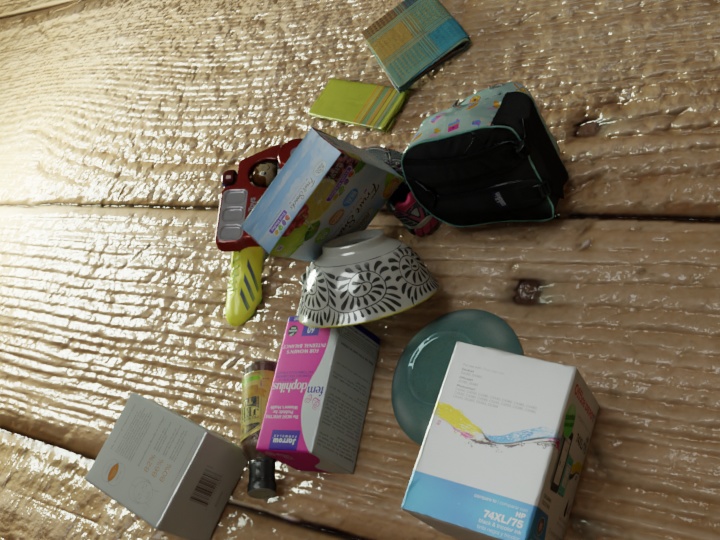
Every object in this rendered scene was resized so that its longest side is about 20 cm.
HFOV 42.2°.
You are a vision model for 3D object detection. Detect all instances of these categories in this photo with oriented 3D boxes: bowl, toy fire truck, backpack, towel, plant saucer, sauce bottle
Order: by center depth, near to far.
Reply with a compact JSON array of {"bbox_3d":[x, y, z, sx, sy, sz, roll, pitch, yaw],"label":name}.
[{"bbox_3d":[0.116,0.134,1.227,0.201,0.039,0.201,-19,53,27],"label":"plant saucer"},{"bbox_3d":[0.165,-0.152,1.277,0.200,0.176,0.153,-14,39,33],"label":"backpack"},{"bbox_3d":[0.000,0.000,1.286,0.201,0.094,0.201,-14,12,3],"label":"bowl"},{"bbox_3d":[-0.142,0.229,1.354,0.065,0.065,0.200,-24,50,25],"label":"sauce bottle"},{"bbox_3d":[-0.146,-0.121,1.500,0.168,0.112,0.200,-2,57,4],"label":"toy fire truck"},{"bbox_3d":[0.091,-0.395,1.588,0.147,0.022,0.200,-34,45,8],"label":"towel"},{"bbox_3d":[-0.003,-0.286,1.606,0.200,0.018,0.086,20,72,45],"label":"towel"}]

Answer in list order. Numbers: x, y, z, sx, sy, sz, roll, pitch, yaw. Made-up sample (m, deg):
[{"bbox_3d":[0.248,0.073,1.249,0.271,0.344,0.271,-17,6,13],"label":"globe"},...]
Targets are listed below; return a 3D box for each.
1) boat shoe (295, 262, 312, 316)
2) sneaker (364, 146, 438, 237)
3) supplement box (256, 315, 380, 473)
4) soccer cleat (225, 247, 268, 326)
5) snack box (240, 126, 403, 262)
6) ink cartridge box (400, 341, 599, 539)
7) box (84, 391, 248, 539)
[{"bbox_3d":[-0.063,0.019,1.420,0.071,0.070,0.200,11,71,42],"label":"boat shoe"},{"bbox_3d":[0.054,-0.137,1.423,0.081,0.075,0.200,-45,44,7],"label":"sneaker"},{"bbox_3d":[-0.055,0.171,1.297,0.101,0.103,0.200,-6,62,35],"label":"supplement box"},{"bbox_3d":[-0.191,-0.007,1.528,0.065,0.084,0.200,-3,61,38],"label":"soccer cleat"},{"bbox_3d":[-0.048,-0.096,1.294,0.068,0.200,0.169,42,105,22],"label":"snack box"},{"bbox_3d":[0.163,0.206,1.052,0.146,0.147,0.200,10,71,29],"label":"ink cartridge box"},{"bbox_3d":[-0.289,0.293,1.400,0.200,0.106,0.152,17,75,43],"label":"box"}]
